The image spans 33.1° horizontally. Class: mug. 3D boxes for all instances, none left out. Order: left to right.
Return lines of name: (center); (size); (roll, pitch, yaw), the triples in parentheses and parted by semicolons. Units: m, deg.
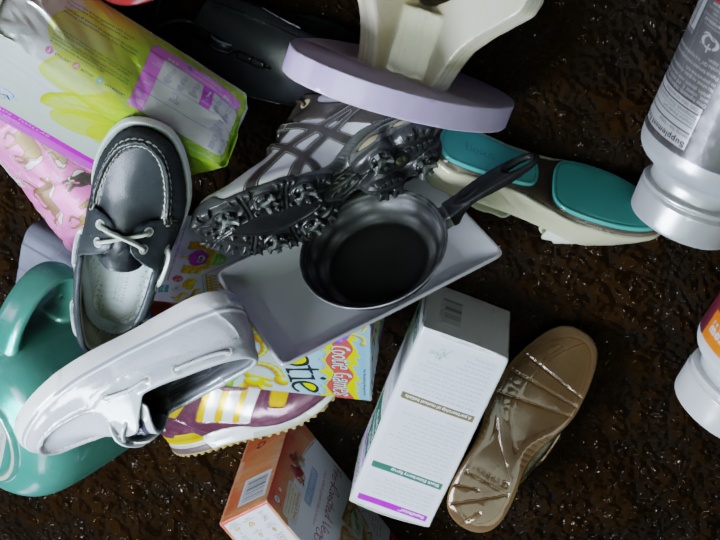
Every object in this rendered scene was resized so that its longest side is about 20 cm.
mug: (-0.278, 0.095, 1.003); (0.152, 0.114, 0.185); (-10, 106, 42)

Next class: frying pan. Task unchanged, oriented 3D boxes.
frying pan: (0.036, -0.039, 0.921); (0.115, 0.190, 0.031); (32, 157, 36)

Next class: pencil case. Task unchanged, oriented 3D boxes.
pencil case: (-0.259, -0.108, 0.985); (0.083, 0.087, 0.200); (-37, 111, -8)

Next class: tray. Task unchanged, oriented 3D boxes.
tray: (0.000, 0.000, 0.943); (0.200, 0.107, 0.022); (-26, 146, -19)

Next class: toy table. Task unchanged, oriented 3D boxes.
toy table: (0.044, -0.177, 0.859); (0.184, 0.200, 0.117); (31, 113, 29)

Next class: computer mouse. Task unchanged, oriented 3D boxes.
computer mouse: (-0.101, -0.151, 0.956); (0.200, 0.046, 0.141); (22, 119, -4)

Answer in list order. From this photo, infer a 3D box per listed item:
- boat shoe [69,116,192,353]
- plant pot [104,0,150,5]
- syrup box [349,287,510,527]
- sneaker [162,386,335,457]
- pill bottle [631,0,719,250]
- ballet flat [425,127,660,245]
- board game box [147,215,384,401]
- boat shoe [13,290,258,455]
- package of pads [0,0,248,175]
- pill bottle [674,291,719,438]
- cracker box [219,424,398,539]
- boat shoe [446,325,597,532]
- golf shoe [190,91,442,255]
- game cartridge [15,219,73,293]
boat shoe: (-0.167, -0.017, 0.870); (0.076, 0.060, 0.200); (12, 131, -2)
plant pot: (-0.153, -0.289, 0.803); (0.200, 0.200, 0.183); (-27, 116, 21)
syrup box: (0.059, 0.120, 1.061); (0.081, 0.079, 0.200); (20, 120, -3)
sneaker: (-0.109, 0.100, 1.078); (0.200, 0.075, 0.090); (-23, 118, 18)
pill bottle: (0.272, -0.120, 0.879); (0.111, 0.111, 0.200); (18, 120, -1)
ballet flat: (0.141, -0.059, 0.967); (0.200, 0.069, 0.070); (22, 119, -2)
board game box: (-0.083, 0.029, 1.007); (0.200, 0.105, 0.103); (5, 136, 6)
boat shoe: (-0.164, 0.092, 0.896); (0.200, 0.069, 0.072); (-28, 152, 2)
package of pads: (-0.198, -0.133, 0.879); (0.200, 0.068, 0.154); (30, 158, -32)
pill bottle: (0.339, 0.038, 0.954); (0.114, 0.114, 0.200); (23, 119, -4)
cracker box: (-0.036, 0.248, 1.115); (0.058, 0.134, 0.200); (-28, 112, 21)
boat shoe: (0.143, 0.136, 1.067); (0.072, 0.072, 0.200); (28, 99, 12)
golf shoe: (-0.041, -0.081, 0.918); (0.200, 0.095, 0.078); (-23, 147, -10)
game cartridge: (-0.253, 0.068, 1.082); (0.133, 0.041, 0.200); (25, 121, 14)
